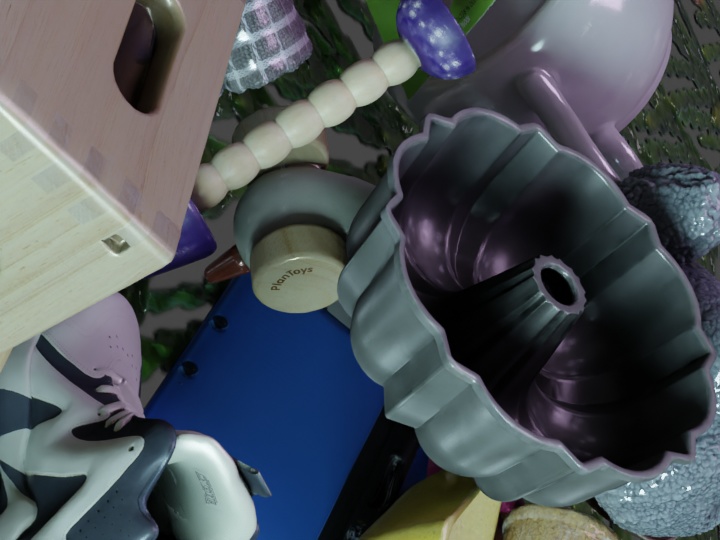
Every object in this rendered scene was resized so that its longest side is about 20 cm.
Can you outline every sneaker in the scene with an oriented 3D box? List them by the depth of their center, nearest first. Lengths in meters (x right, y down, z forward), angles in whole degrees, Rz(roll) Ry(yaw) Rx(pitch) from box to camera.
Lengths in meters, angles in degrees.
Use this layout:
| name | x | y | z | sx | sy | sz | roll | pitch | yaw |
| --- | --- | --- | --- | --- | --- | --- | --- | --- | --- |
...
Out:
| name | x | y | z | sx | sy | sz | roll | pitch | yaw |
| --- | --- | --- | --- | --- | --- | --- | --- | --- | --- |
| sneaker | -0.088 | 0.077 | 0.808 | 0.080 | 0.129 | 0.200 | 57 | 30 | -33 |

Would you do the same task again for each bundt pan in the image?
| name | x | y | z | sx | sy | sz | roll | pitch | yaw |
| --- | --- | --- | --- | --- | --- | --- | --- | --- | --- |
| bundt pan | 0.071 | 0.026 | 0.930 | 0.201 | 0.076 | 0.203 | 26 | 43 | -26 |

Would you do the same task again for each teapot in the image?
| name | x | y | z | sx | sy | sz | roll | pitch | yaw |
| --- | --- | --- | --- | --- | --- | --- | --- | --- | --- |
| teapot | 0.115 | -0.135 | 1.168 | 0.146 | 0.197 | 0.201 | 39 | 71 | -34 |

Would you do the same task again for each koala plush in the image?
| name | x | y | z | sx | sy | sz | roll | pitch | yaw |
| --- | --- | --- | --- | --- | --- | --- | --- | --- | --- |
| koala plush | 0.230 | 0.059 | 1.027 | 0.178 | 0.199 | 0.184 | 56 | 45 | -47 |

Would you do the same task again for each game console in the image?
| name | x | y | z | sx | sy | sz | roll | pitch | yaw |
| --- | --- | --- | --- | --- | --- | --- | --- | --- | --- |
| game console | -0.040 | 0.121 | 1.013 | 0.200 | 0.118 | 0.171 | -59 | 159 | -56 |

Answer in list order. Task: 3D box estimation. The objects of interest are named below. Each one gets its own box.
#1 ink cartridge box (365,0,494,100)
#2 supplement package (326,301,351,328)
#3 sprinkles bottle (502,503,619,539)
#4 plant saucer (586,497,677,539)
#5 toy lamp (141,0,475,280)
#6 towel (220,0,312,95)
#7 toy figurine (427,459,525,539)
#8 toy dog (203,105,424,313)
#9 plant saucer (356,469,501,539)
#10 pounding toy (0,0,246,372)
| name | x | y | z | sx | sy | sz | roll | pitch | yaw |
| --- | --- | --- | --- | --- | --- | --- | --- | --- | --- |
| ink cartridge box | -0.018 | -0.196 | 1.027 | 0.075 | 0.148 | 0.201 | -19 | 79 | -25 |
| supplement package | 0.069 | 0.004 | 1.194 | 0.200 | 0.109 | 0.114 | -29 | 103 | -64 |
| sprinkles bottle | 0.081 | 0.220 | 1.004 | 0.068 | 0.068 | 0.201 | 50 | 47 | -41 |
| plant saucer | 0.143 | 0.062 | 1.142 | 0.200 | 0.032 | 0.201 | 36 | 46 | -49 |
| toy lamp | -0.040 | -0.062 | 0.930 | 0.058 | 0.200 | 0.058 | 54 | -6 | 9 |
| towel | -0.084 | -0.169 | 0.936 | 0.200 | 0.085 | 0.166 | -102 | 170 | -77 |
| toy figurine | 0.098 | 0.176 | 1.163 | 0.200 | 0.149 | 0.185 | 62 | 8 | -76 |
| toy dog | 0.000 | 0.000 | 1.022 | 0.200 | 0.096 | 0.132 | 35 | 43 | -20 |
| plant saucer | 0.018 | 0.191 | 0.955 | 0.200 | 0.048 | 0.201 | -19 | 122 | -77 |
| pounding toy | -0.142 | -0.025 | 0.727 | 0.142 | 0.184 | 0.201 | 44 | 36 | -29 |
